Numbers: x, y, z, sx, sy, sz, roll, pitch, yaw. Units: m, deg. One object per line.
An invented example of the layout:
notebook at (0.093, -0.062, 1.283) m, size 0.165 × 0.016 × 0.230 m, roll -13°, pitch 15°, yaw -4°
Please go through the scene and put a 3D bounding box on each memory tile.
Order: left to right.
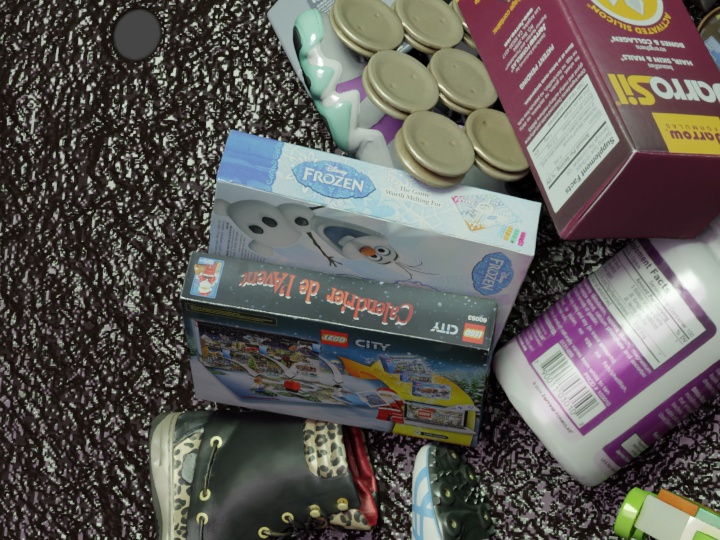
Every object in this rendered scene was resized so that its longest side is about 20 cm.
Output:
memory tile at (0.082, -0.121, 1.186) m, size 0.154 × 0.199 × 0.017 m, roll 61°, pitch 137°, yaw 25°

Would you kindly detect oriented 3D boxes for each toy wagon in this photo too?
toy wagon at (0.233, 0.176, 1.133) m, size 0.154 × 0.200 × 0.040 m, roll 24°, pitch 88°, yaw 18°

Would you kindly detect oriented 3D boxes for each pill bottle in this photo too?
pill bottle at (0.193, 0.039, 1.210) m, size 0.200 × 0.112 × 0.113 m, roll -39°, pitch 74°, yaw 8°

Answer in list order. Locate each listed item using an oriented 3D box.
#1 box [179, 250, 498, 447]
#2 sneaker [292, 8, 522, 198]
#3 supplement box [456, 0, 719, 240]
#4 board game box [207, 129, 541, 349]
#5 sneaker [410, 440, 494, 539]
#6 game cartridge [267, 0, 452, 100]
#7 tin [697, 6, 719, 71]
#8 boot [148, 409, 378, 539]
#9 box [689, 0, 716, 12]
box at (-0.014, 0.053, 1.213) m, size 0.198 × 0.137 × 0.038 m, roll 9°, pitch 58°, yaw 5°
sneaker at (0.049, -0.108, 1.229) m, size 0.139 × 0.078 × 0.201 m, roll -28°, pitch 115°, yaw 1°
supplement box at (0.152, -0.122, 1.156) m, size 0.086 × 0.110 × 0.201 m, roll -53°, pitch 48°, yaw 43°
board game box at (0.000, 0.000, 1.202) m, size 0.197 × 0.200 × 0.044 m, roll 14°, pitch 60°, yaw -1°
sneaker at (0.053, 0.215, 1.254) m, size 0.072 × 0.072 × 0.202 m, roll -15°, pitch 72°, yaw 34°
game cartridge at (0.029, -0.210, 1.295) m, size 0.199 × 0.041 × 0.133 m, roll -37°, pitch 40°, yaw 9°
tin at (0.286, -0.085, 1.199) m, size 0.112 × 0.042 × 0.200 m, roll -39°, pitch 85°, yaw -28°
boot at (-0.063, 0.185, 1.291) m, size 0.149 × 0.073 × 0.202 m, roll -13°, pitch 74°, yaw 14°
box at (0.182, -0.276, 1.265) m, size 0.200 × 0.095 × 0.078 m, roll 43°, pitch 96°, yaw 19°
